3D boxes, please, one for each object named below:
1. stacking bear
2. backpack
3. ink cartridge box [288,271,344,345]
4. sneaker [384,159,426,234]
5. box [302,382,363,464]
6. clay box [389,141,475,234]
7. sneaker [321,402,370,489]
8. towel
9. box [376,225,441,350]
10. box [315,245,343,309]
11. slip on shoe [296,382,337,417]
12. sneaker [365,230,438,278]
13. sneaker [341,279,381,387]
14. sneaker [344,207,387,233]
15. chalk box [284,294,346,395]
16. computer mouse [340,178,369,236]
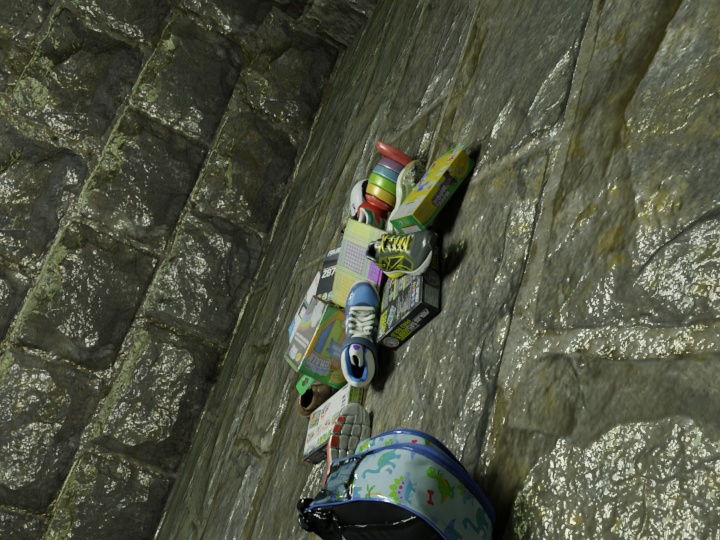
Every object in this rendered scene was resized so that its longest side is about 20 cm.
[{"bbox_3d":[0.057,-0.194,1.354,0.203,0.112,0.121,-63,-18,5],"label":"stacking bear"},{"bbox_3d":[0.058,0.285,0.654,0.199,0.183,0.148,-31,16,45],"label":"backpack"},{"bbox_3d":[-0.119,0.126,1.510,0.203,0.083,0.145,-61,19,14],"label":"ink cartridge box"},{"bbox_3d":[0.123,-0.152,1.212,0.088,0.076,0.205,-3,68,55],"label":"sneaker"},{"bbox_3d":[-0.061,0.329,1.168,0.200,0.034,0.112,-47,26,46],"label":"box"},{"bbox_3d":[0.150,-0.165,1.099,0.201,0.048,0.115,-51,15,-14],"label":"clay box"},{"bbox_3d":[-0.040,0.350,1.024,0.082,0.076,0.204,137,152,-63],"label":"sneaker"},{"bbox_3d":[0.000,0.000,1.184,0.142,0.022,0.205,23,108,43],"label":"towel"},{"bbox_3d":[0.097,0.031,1.074,0.161,0.044,0.203,-49,24,44],"label":"box"},{"bbox_3d":[-0.025,0.011,1.344,0.198,0.049,0.164,-15,52,45],"label":"box"},{"bbox_3d":[-0.121,0.308,1.304,0.199,0.059,0.078,-31,56,57],"label":"slip on shoe"},{"bbox_3d":[0.071,-0.033,1.020,0.199,0.083,0.076,-28,41,62],"label":"sneaker"},{"bbox_3d":[0.003,0.126,1.071,0.146,0.078,0.206,-65,-22,-87],"label":"sneaker"},{"bbox_3d":[-0.015,-0.050,1.257,0.070,0.093,0.203,23,82,52],"label":"sneaker"},{"bbox_3d":[-0.083,0.180,1.215,0.204,0.122,0.124,-65,23,-2],"label":"chalk box"},{"bbox_3d":[-0.014,-0.208,1.690,0.110,0.043,0.204,-45,27,50],"label":"computer mouse"}]
